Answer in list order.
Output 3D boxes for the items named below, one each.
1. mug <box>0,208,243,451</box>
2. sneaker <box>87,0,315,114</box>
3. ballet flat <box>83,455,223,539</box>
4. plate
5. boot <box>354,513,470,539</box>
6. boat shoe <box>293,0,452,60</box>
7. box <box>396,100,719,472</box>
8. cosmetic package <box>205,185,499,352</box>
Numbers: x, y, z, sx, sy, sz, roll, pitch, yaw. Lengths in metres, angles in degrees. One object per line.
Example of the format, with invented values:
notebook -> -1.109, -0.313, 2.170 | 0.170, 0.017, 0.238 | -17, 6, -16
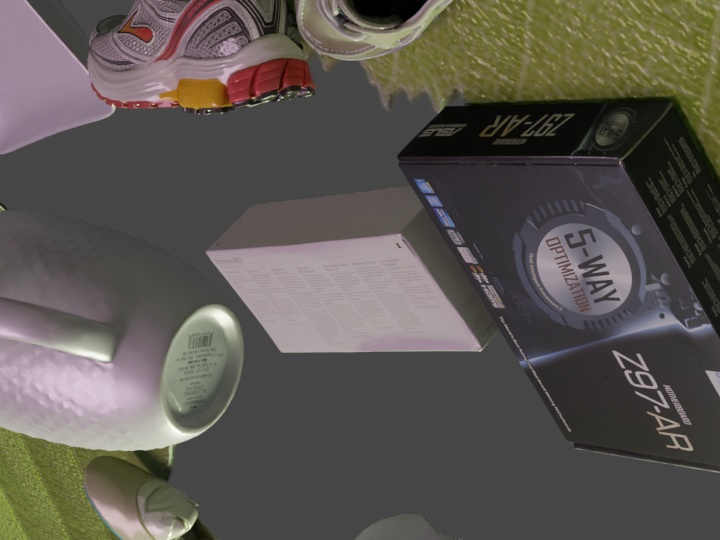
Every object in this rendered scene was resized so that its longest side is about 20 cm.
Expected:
mug -> -0.185, 0.042, 1.320 | 0.175, 0.148, 0.200 | 13, 177, 31
sneaker -> -0.086, -0.129, 1.069 | 0.200, 0.078, 0.082 | 8, 108, 58
ballet flat -> -0.141, 0.221, 1.662 | 0.200, 0.069, 0.069 | 49, 153, -15
plate -> -0.244, -0.168, 1.258 | 0.200, 0.032, 0.199 | 52, 152, -16
boot -> 0.070, 0.223, 1.348 | 0.096, 0.074, 0.200 | 50, 158, -23
boat shoe -> 0.009, -0.136, 0.917 | 0.072, 0.062, 0.200 | 47, 155, -6
box -> 0.125, 0.010, 0.989 | 0.160, 0.044, 0.200 | 5, 134, 52
cosmetic package -> 0.000, 0.000, 1.141 | 0.083, 0.051, 0.200 | 52, 152, -21
